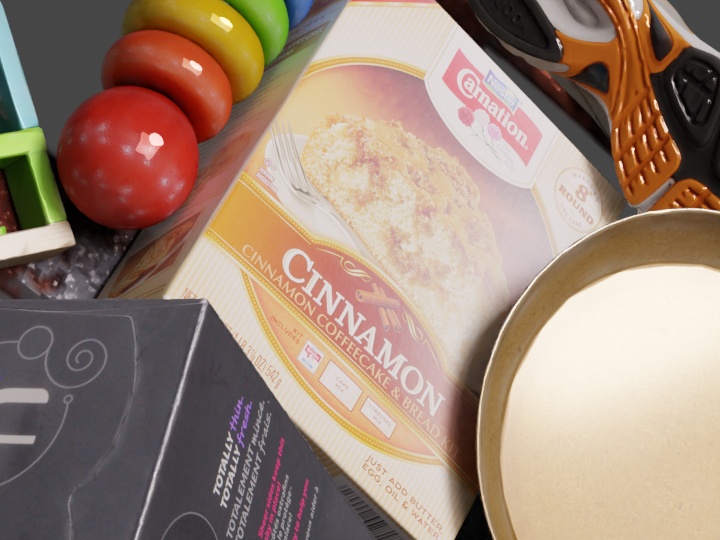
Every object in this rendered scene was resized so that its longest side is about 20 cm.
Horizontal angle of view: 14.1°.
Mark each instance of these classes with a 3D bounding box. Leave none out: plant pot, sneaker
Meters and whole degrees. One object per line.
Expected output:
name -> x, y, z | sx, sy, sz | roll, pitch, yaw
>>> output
plant pot -> 0.133, 0.076, 1.142 | 0.199, 0.027, 0.202 | 5, 75, -20
sneaker -> 0.129, -0.073, 1.227 | 0.200, 0.076, 0.092 | 53, 15, 12

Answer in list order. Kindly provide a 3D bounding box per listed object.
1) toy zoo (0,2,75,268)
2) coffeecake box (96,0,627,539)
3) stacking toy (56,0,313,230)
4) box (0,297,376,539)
toy zoo -> -0.189, -0.091, 1.070 | 0.131, 0.020, 0.201 | -13, 83, -41
coffeecake box -> 0.000, 0.000, 1.155 | 0.153, 0.073, 0.201 | 44, 52, -18
stacking toy -> -0.060, -0.100, 1.137 | 0.085, 0.085, 0.201 | 40, 54, -21
box -> -0.073, 0.111, 0.981 | 0.200, 0.105, 0.123 | 59, 38, -50
